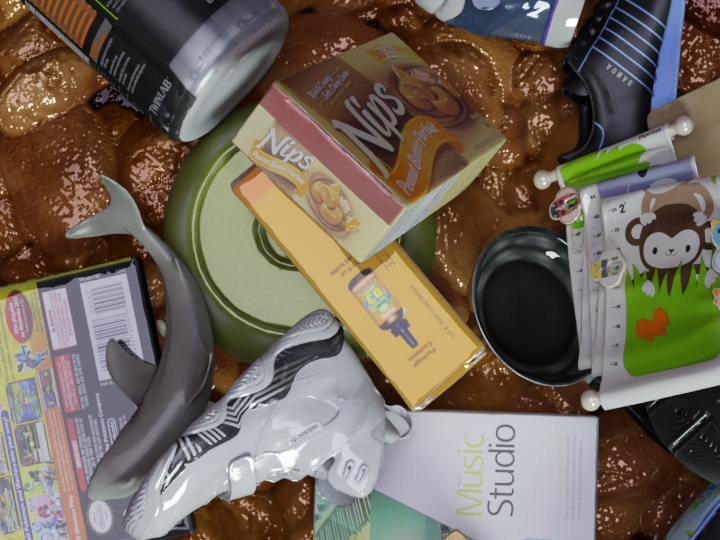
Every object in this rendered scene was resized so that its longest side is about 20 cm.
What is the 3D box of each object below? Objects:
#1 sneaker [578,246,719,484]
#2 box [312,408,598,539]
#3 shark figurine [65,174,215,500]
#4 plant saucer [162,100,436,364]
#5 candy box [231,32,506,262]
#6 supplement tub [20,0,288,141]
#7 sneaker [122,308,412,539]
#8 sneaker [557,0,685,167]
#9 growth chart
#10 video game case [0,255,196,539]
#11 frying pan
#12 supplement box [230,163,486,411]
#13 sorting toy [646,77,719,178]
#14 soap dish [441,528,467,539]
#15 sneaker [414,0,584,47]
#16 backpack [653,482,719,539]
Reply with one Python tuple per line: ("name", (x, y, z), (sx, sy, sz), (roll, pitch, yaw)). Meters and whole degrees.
("sneaker", (0.232, 0.072, 1.183), (0.076, 0.115, 0.201), (-44, 46, 16))
("box", (0.065, 0.170, 1.244), (0.198, 0.036, 0.146), (1, 85, 5))
("shark figurine", (-0.127, 0.044, 1.224), (0.127, 0.089, 0.217), (-2, 84, -22))
("plant saucer", (-0.045, -0.028, 1.270), (0.198, 0.031, 0.202), (0, 85, 4))
("candy box", (0.011, -0.087, 1.187), (0.115, 0.200, 0.055), (43, 118, 7))
("supplement tub", (-0.157, -0.196, 1.245), (0.200, 0.123, 0.123), (43, 89, 6))
("sneaker", (-0.057, 0.129, 1.186), (0.115, 0.075, 0.200), (45, 72, 1))
("sneaker", (0.181, -0.162, 1.246), (0.077, 0.070, 0.202), (4, 87, -3))
("growth chart", (0.188, -0.005, 1.166), (0.144, 0.018, 0.202), (-26, 56, 32))
("video game case", (-0.224, 0.107, 1.274), (0.179, 0.026, 0.202), (-13, 86, 2))
("frying pan", (0.155, 0.043, 1.245), (0.189, 0.031, 0.116), (29, 61, -17))
("supplement box", (0.000, 0.000, 1.218), (0.066, 0.069, 0.200), (-39, 83, 1))
("sorting toy", (0.318, -0.052, 1.166), (0.199, 0.069, 0.200), (-25, 83, 34))
("soap dish", (0.037, 0.286, 1.192), (0.200, 0.081, 0.158), (-39, 95, 9))
("sneaker", (0.103, -0.264, 1.254), (0.145, 0.081, 0.202), (16, 89, 3))
("backpack", (0.257, 0.241, 1.170), (0.200, 0.147, 0.183), (-44, 85, -4))
